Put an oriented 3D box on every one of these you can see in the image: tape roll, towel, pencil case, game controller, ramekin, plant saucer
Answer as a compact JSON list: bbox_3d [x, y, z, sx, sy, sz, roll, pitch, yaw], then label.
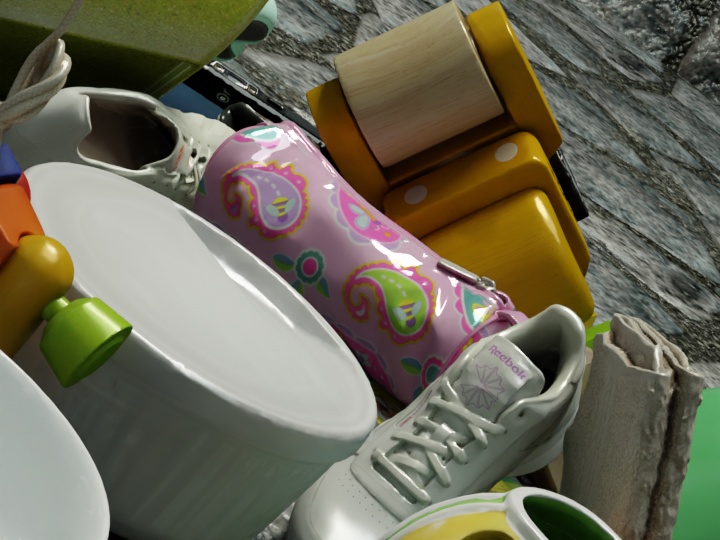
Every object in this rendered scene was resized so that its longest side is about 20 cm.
[{"bbox_3d":[0.181,0.162,1.252,0.200,0.048,0.201,-7,90,-81],"label":"tape roll"},{"bbox_3d":[0.119,0.126,1.164,0.034,0.201,0.133,9,7,-7],"label":"towel"},{"bbox_3d":[0.000,0.000,1.321,0.200,0.088,0.087,39,16,25],"label":"pencil case"},{"bbox_3d":[-0.102,-0.099,1.537,0.200,0.042,0.104,32,-24,-14],"label":"game controller"},{"bbox_3d":[-0.098,0.046,1.128,0.202,0.094,0.202,33,16,-11],"label":"ramekin"},{"bbox_3d":[-0.174,-0.128,1.328,0.199,0.048,0.200,10,-18,-26],"label":"plant saucer"}]

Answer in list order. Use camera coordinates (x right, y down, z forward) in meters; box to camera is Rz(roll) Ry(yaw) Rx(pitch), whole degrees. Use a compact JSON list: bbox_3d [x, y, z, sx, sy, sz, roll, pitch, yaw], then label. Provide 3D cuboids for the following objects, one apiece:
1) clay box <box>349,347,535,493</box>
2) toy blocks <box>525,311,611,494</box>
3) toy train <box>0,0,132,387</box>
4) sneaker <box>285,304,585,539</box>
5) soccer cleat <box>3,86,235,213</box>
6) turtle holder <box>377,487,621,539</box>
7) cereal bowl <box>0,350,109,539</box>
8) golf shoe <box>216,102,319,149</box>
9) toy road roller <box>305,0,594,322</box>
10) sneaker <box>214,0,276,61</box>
[{"bbox_3d":[0.040,0.114,1.312,0.115,0.048,0.200,15,27,-51],"label":"clay box"},{"bbox_3d":[0.121,0.110,1.394,0.200,0.100,0.137,-146,-146,-79],"label":"toy blocks"},{"bbox_3d":[-0.138,-0.003,0.999,0.116,0.200,0.085,44,17,9],"label":"toy train"},{"bbox_3d":[0.038,0.081,1.200,0.075,0.100,0.200,40,54,20],"label":"sneaker"},{"bbox_3d":[-0.114,-0.062,1.331,0.200,0.077,0.070,8,75,-53],"label":"soccer cleat"},{"bbox_3d":[0.043,0.157,1.048,0.185,0.132,0.141,28,19,-29],"label":"turtle holder"},{"bbox_3d":[-0.194,0.072,0.874,0.200,0.083,0.200,34,17,-12],"label":"cereal bowl"},{"bbox_3d":[-0.039,-0.028,1.438,0.200,0.078,0.095,44,-22,47],"label":"golf shoe"},{"bbox_3d":[0.066,-0.039,1.390,0.146,0.122,0.200,-108,171,-46],"label":"toy road roller"},{"bbox_3d":[-0.143,-0.194,1.442,0.199,0.141,0.078,-2,-19,15],"label":"sneaker"}]
